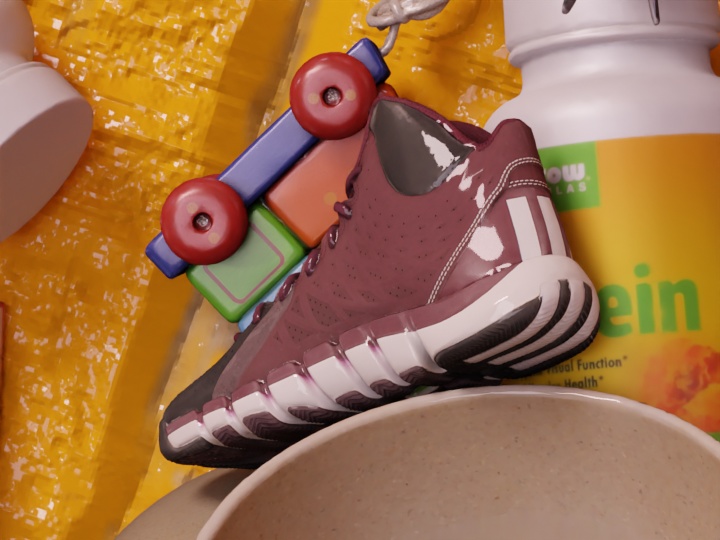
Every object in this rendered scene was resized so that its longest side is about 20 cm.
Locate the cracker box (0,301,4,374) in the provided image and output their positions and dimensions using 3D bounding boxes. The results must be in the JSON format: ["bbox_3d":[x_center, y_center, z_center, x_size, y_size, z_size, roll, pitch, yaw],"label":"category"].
[{"bbox_3d":[-0.225,0.108,1.262,0.134,0.058,0.201,2,87,18],"label":"cracker box"}]

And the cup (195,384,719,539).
[{"bbox_3d":[0.049,0.155,1.033,0.200,0.200,0.144,0,124,17],"label":"cup"}]

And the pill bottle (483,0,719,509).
[{"bbox_3d":[0.103,-0.012,1.143,0.111,0.111,0.201,-6,84,16],"label":"pill bottle"}]

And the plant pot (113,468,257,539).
[{"bbox_3d":[-0.040,0.169,1.162,0.200,0.134,0.201,-1,85,17],"label":"plant pot"}]

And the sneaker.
[{"bbox_3d":[0.000,0.000,1.129,0.200,0.076,0.116,-23,68,34],"label":"sneaker"}]

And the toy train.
[{"bbox_3d":[0.021,-0.042,1.193,0.200,0.085,0.116,-44,91,4],"label":"toy train"}]

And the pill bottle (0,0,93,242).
[{"bbox_3d":[-0.210,-0.100,1.242,0.200,0.113,0.113,42,98,15],"label":"pill bottle"}]

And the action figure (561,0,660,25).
[{"bbox_3d":[0.122,-0.175,1.107,0.119,0.200,0.102,2,127,29],"label":"action figure"}]
